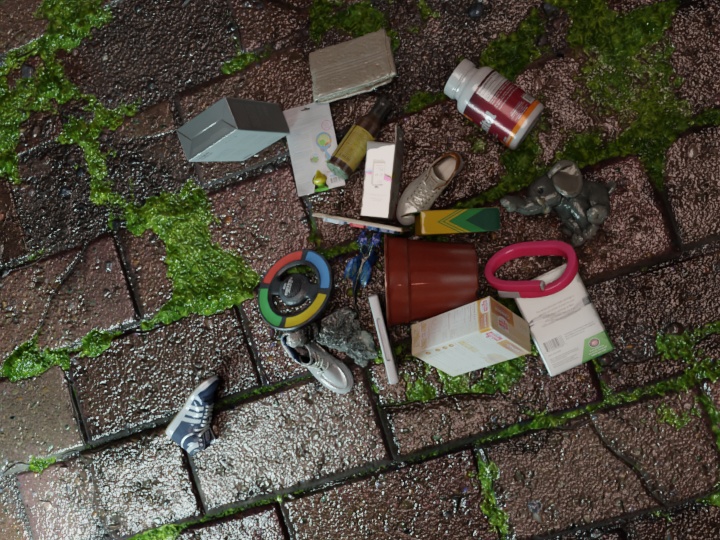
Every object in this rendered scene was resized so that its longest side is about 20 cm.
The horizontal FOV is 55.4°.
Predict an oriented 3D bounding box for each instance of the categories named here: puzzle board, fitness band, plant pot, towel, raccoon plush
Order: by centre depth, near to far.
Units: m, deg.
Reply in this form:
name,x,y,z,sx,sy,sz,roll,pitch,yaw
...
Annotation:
name,x,y,z,sx,sy,sz,roll,pitch,yaw
fitness band,0.355,-0.006,1.437,0.198,0.144,0.038,-1,134,39
plant pot,0.150,0.019,1.474,0.192,0.201,0.204,-2,91,3
puzzle board,0.006,-0.103,1.511,0.197,0.151,0.018,11,95,11
raccoon plush,-0.057,0.173,1.538,0.198,0.097,0.135,-25,81,-20
towel,-0.019,-0.461,1.551,0.197,0.034,0.134,-13,69,12

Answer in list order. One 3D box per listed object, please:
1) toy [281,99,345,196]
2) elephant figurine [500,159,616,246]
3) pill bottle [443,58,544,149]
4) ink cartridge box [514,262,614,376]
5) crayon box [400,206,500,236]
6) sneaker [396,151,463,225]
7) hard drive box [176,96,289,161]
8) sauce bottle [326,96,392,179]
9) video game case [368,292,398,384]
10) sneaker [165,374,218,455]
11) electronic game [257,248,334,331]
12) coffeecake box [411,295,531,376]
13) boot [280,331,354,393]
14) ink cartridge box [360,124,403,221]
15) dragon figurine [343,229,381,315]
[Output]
name,x,y,z,sx,sy,sz,roll,pitch,yaw
toy,-0.105,-0.279,1.582,0.113,0.047,0.203,-12,83,10
elephant figurine,0.414,-0.158,1.429,0.199,0.155,0.142,34,120,0
pill bottle,0.281,-0.359,1.468,0.199,0.113,0.114,38,98,9
ink cartridge box,0.426,0.100,1.463,0.145,0.083,0.202,-25,86,11
crayon box,0.188,-0.102,1.466,0.197,0.127,0.052,-3,91,0
sneaker,0.145,-0.185,1.515,0.073,0.085,0.201,40,101,6
hard drive box,-0.279,-0.308,1.522,0.154,0.199,0.078,-24,86,28
sauce bottle,0.003,-0.298,1.531,0.064,0.065,0.201,34,80,9
video game case,0.051,0.141,1.483,0.023,0.200,0.185,-14,89,3
sneaker,-0.374,0.352,1.640,0.108,0.070,0.201,41,106,13
electronic game,-0.149,0.043,1.563,0.197,0.042,0.203,-13,60,23
coffeecake box,0.229,0.142,1.430,0.199,0.153,0.074,-24,50,36
boot,-0.104,0.212,1.569,0.199,0.096,0.074,40,98,8
ink cartridge box,0.049,-0.215,1.517,0.066,0.116,0.203,7,92,10
dragon figurine,0.000,0.000,1.540,0.058,0.099,0.203,21,98,11
